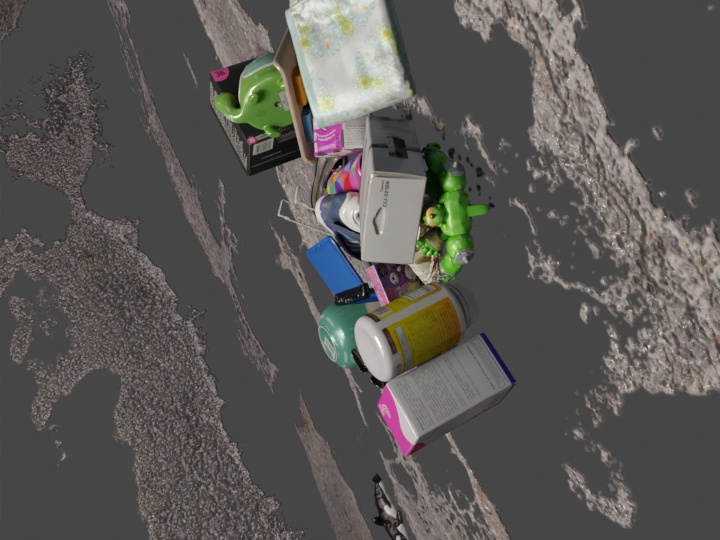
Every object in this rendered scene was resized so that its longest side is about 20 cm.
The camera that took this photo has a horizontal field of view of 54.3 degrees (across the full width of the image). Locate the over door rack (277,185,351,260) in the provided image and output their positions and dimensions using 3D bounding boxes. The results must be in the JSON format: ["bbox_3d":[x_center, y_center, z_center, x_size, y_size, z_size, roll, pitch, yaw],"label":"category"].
[{"bbox_3d":[-0.075,-0.082,1.434,0.197,0.068,0.147,31,163,-16],"label":"over door rack"}]

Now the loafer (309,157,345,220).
[{"bbox_3d":[-0.063,-0.169,1.445,0.063,0.071,0.203,42,146,34],"label":"loafer"}]

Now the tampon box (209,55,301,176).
[{"bbox_3d":[-0.225,-0.342,1.543,0.203,0.147,0.127,60,158,16],"label":"tampon box"}]

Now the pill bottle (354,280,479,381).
[{"bbox_3d":[0.095,0.090,1.140,0.110,0.196,0.111,48,152,37],"label":"pill bottle"}]

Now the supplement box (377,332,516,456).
[{"bbox_3d":[0.138,0.203,1.148,0.104,0.197,0.102,56,156,21],"label":"supplement box"}]

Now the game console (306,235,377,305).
[{"bbox_3d":[0.000,0.000,1.352,0.200,0.166,0.122,160,104,-71],"label":"game console"}]

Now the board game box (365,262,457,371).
[{"bbox_3d":[0.093,0.070,1.237,0.032,0.119,0.204,-25,89,51],"label":"board game box"}]

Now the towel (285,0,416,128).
[{"bbox_3d":[-0.018,-0.338,1.067,0.167,0.048,0.205,-12,99,28],"label":"towel"}]

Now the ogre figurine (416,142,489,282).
[{"bbox_3d":[0.130,-0.087,1.037,0.120,0.095,0.206,-168,89,-78],"label":"ogre figurine"}]

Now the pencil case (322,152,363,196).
[{"bbox_3d":[-0.002,-0.168,1.281,0.199,0.087,0.090,-14,99,67],"label":"pencil case"}]

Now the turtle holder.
[{"bbox_3d":[-0.190,-0.357,1.425,0.184,0.139,0.134,-39,53,25],"label":"turtle holder"}]

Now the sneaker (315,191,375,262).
[{"bbox_3d":[0.021,-0.071,1.265,0.145,0.082,0.199,9,158,49],"label":"sneaker"}]

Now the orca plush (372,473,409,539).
[{"bbox_3d":[0.065,0.676,1.955,0.105,0.070,0.205,-5,106,67],"label":"orca plush"}]

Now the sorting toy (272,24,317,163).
[{"bbox_3d":[-0.096,-0.326,1.265,0.188,0.035,0.203,-79,-21,-46],"label":"sorting toy"}]

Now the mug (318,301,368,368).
[{"bbox_3d":[-0.021,0.144,1.583,0.184,0.112,0.156,6,117,66],"label":"mug"}]

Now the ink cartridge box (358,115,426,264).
[{"bbox_3d":[0.044,-0.125,1.068,0.202,0.081,0.147,-91,7,-56],"label":"ink cartridge box"}]

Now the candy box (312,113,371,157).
[{"bbox_3d":[-0.036,-0.300,1.187,0.136,0.059,0.206,-173,79,-65],"label":"candy box"}]

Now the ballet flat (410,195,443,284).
[{"bbox_3d":[0.105,-0.042,1.174,0.076,0.063,0.203,46,151,39],"label":"ballet flat"}]

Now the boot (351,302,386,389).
[{"bbox_3d":[0.033,0.139,1.429,0.201,0.128,0.069,49,152,37],"label":"boot"}]
